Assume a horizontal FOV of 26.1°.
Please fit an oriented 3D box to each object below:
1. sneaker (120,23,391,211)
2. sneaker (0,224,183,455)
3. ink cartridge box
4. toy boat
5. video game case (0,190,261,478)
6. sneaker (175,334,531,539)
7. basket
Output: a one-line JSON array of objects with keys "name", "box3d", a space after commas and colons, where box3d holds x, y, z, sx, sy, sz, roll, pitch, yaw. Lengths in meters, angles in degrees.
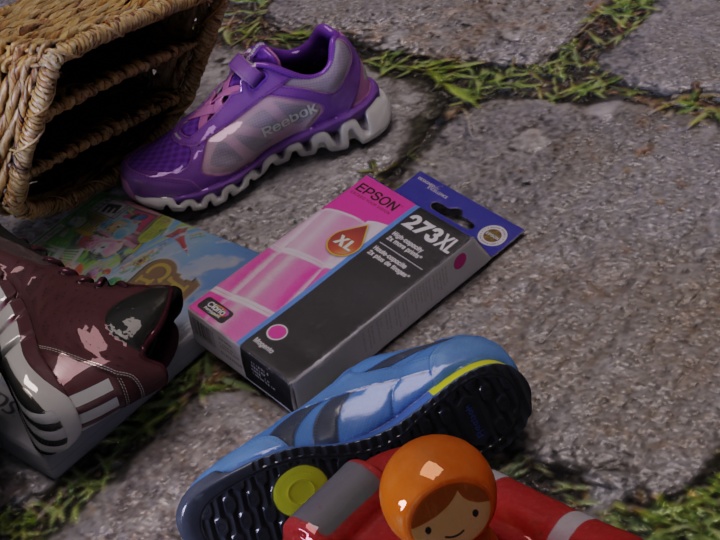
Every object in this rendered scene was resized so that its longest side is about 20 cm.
[{"name": "sneaker", "box3d": [-0.079, -0.112, 1.084, 0.200, 0.089, 0.080, -24, 39, -11]}, {"name": "sneaker", "box3d": [-0.170, 0.020, 0.937, 0.115, 0.076, 0.200, -22, 48, -15]}, {"name": "ink cartridge box", "box3d": [0.000, 0.000, 0.951, 0.200, 0.037, 0.095, -36, 50, -28]}, {"name": "toy boat", "box3d": [0.044, 0.129, 0.699, 0.200, 0.131, 0.131, 22, 51, 39]}, {"name": "video game case", "box3d": [-0.179, 0.031, 0.992, 0.182, 0.022, 0.200, 21, 50, 38]}, {"name": "sneaker", "box3d": [-0.008, 0.091, 0.828, 0.200, 0.066, 0.078, -25, 26, -12]}, {"name": "basket", "box3d": [-0.189, -0.113, 1.071, 0.149, 0.143, 0.200, 5, 25, 30]}]
